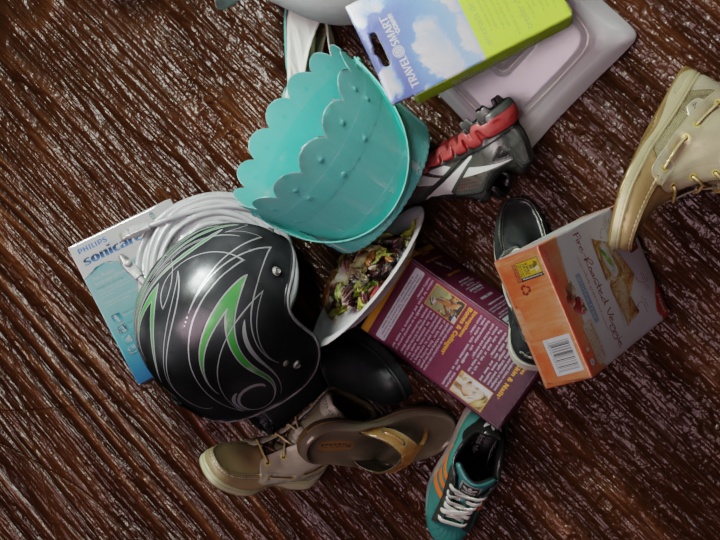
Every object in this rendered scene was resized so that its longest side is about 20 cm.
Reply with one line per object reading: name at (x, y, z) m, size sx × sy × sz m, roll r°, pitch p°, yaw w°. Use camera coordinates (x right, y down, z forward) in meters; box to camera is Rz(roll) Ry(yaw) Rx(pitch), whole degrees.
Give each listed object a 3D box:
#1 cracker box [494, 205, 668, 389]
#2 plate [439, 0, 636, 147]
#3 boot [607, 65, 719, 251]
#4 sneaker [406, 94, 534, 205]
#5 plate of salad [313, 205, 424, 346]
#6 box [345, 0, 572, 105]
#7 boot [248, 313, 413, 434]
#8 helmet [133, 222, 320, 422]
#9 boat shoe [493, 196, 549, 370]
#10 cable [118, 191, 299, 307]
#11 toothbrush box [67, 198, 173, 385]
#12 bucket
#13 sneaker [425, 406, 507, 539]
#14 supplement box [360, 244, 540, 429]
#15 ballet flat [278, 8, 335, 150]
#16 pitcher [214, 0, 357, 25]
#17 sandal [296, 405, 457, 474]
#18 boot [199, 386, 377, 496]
cracker box at (0.230, 0.019, 0.925) m, size 0.058 × 0.200 × 0.134 m, roll -22°, pitch 91°, yaw 41°
plate at (0.160, -0.249, 0.999) m, size 0.200 × 0.032 × 0.200 m, roll 48°, pitch 117°, yaw 10°
boot at (0.345, -0.087, 0.898) m, size 0.155 × 0.073 × 0.200 m, roll 26°, pitch 82°, yaw 16°
sneaker at (0.112, -0.108, 1.018) m, size 0.200 × 0.071 × 0.098 m, roll -30°, pitch 100°, yaw 43°
plate of salad at (0.000, 0.000, 1.038) m, size 0.048 × 0.200 × 0.200 m, roll 39°, pitch 117°, yaw -12°
box at (0.101, -0.262, 0.940) m, size 0.200 × 0.048 × 0.122 m, roll -26°, pitch 84°, yaw 8°
boot at (-0.054, 0.135, 1.077) m, size 0.198 × 0.162 × 0.073 m, roll 35°, pitch 152°, yaw 46°
helmet at (-0.149, 0.048, 1.001) m, size 0.200 × 0.200 × 0.191 m, roll -8°, pitch 122°, yaw 27°
boat shoe at (0.185, 0.003, 0.980) m, size 0.072 × 0.068 × 0.200 m, roll -3°, pitch 63°, yaw 2°
cable at (-0.178, 0.002, 1.138) m, size 0.200 × 0.069 × 0.200 m, roll -30°, pitch 89°, yaw -16°
toothbrush box at (-0.267, 0.030, 1.195) m, size 0.146 × 0.085 × 0.200 m, roll -28°, pitch 89°, yaw -11°
bucket at (-0.030, -0.125, 1.006) m, size 0.135 × 0.207 × 0.207 m, roll 29°, pitch 118°, yaw -25°
sneaker at (0.123, 0.252, 1.086) m, size 0.071 × 0.080 × 0.200 m, roll 16°, pitch 108°, yaw 1°
supplement box at (0.118, 0.073, 1.056) m, size 0.200 × 0.086 × 0.110 m, roll 36°, pitch 113°, yaw 15°
ballet flat at (-0.061, -0.224, 1.097) m, size 0.069 × 0.069 × 0.200 m, roll 9°, pitch 101°, yaw 24°
pitcher at (-0.053, -0.360, 1.036) m, size 0.200 × 0.172 × 0.121 m, roll 6°, pitch 146°, yaw 10°
sandal at (0.024, 0.211, 1.093) m, size 0.054 × 0.200 × 0.080 m, roll -123°, pitch 37°, yaw -56°
boot at (-0.086, 0.208, 1.128) m, size 0.155 × 0.200 × 0.072 m, roll -46°, pitch 55°, yaw 24°
